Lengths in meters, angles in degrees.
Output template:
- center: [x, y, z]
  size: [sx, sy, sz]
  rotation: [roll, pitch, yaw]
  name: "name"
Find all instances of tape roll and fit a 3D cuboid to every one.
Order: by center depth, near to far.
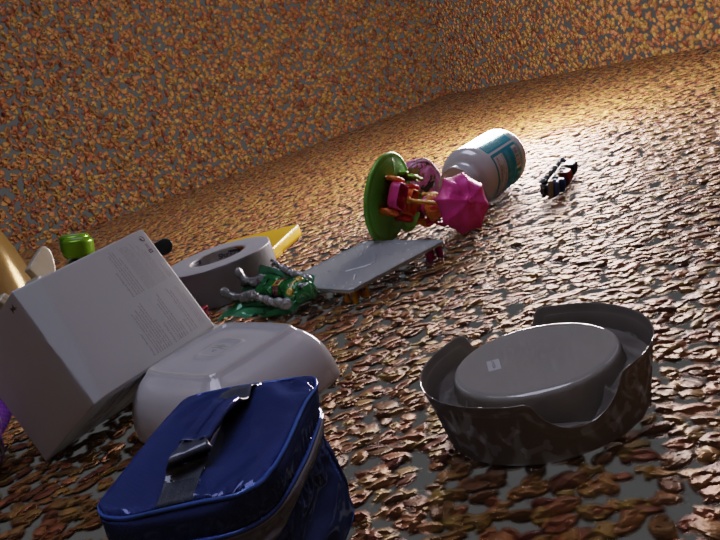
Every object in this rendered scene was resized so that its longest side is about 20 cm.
- center: [-0.242, 0.005, 1.519]
  size: [0.196, 0.068, 0.201]
  rotation: [-17, 14, 4]
  name: "tape roll"

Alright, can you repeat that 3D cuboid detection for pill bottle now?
- center: [0.218, -0.182, 1.582]
  size: [0.109, 0.113, 0.199]
  rotation: [-6, 17, 37]
  name: "pill bottle"

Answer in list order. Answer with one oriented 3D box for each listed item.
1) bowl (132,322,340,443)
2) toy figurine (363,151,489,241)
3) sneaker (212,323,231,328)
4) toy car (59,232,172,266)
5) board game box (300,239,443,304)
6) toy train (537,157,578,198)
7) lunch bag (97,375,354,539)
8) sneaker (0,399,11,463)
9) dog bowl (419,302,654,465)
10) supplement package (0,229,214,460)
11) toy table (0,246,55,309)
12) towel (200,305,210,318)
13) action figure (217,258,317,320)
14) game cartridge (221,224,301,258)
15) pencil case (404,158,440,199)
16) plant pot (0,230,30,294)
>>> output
- center: [-0.144, 0.118, 0.957]
  size: [0.197, 0.076, 0.198]
  rotation: [-1, 22, 44]
  name: "bowl"
- center: [0.130, -0.105, 1.434]
  size: [0.181, 0.154, 0.199]
  rotation: [10, -4, 31]
  name: "toy figurine"
- center: [-0.258, 0.089, 1.182]
  size: [0.195, 0.087, 0.073]
  rotation: [-13, 12, 9]
  name: "sneaker"
- center: [-0.427, 0.013, 1.556]
  size: [0.195, 0.169, 0.157]
  rotation: [-8, 10, -21]
  name: "toy car"
- center: [0.000, 0.000, 1.330]
  size: [0.198, 0.026, 0.198]
  rotation: [-27, 16, -35]
  name: "board game box"
- center: [0.350, -0.163, 1.523]
  size: [0.045, 0.035, 0.200]
  rotation: [4, 21, 24]
  name: "toy train"
- center: [-0.092, 0.160, 0.606]
  size: [0.133, 0.135, 0.200]
  rotation: [-14, 14, 12]
  name: "lunch bag"
- center: [-0.445, 0.203, 1.004]
  size: [0.086, 0.082, 0.201]
  rotation: [-7, 20, 9]
  name: "sneaker"
- center: [0.150, 0.093, 0.727]
  size: [0.195, 0.060, 0.200]
  rotation: [-16, 13, 4]
  name: "dog bowl"
- center: [-0.312, 0.084, 1.023]
  size: [0.150, 0.153, 0.199]
  rotation: [-42, -4, 38]
  name: "supplement package"
- center: [-0.505, 0.067, 1.380]
  size: [0.198, 0.117, 0.187]
  rotation: [-26, 36, 33]
  name: "toy table"
- center: [-0.345, 0.103, 1.361]
  size: [0.143, 0.023, 0.198]
  rotation: [-3, 20, 47]
  name: "towel"
- center: [-0.130, 0.027, 1.290]
  size: [0.197, 0.055, 0.119]
  rotation: [0, 49, 46]
  name: "action figure"
- center: [-0.226, -0.033, 1.727]
  size: [0.172, 0.033, 0.200]
  rotation: [-12, 17, 20]
  name: "game cartridge"
- center: [0.105, -0.166, 1.657]
  size: [0.082, 0.087, 0.200]
  rotation: [-36, 4, -1]
  name: "pencil case"
- center: [-0.854, 0.000, 1.995]
  size: [0.182, 0.204, 0.187]
  rotation: [-16, 15, 4]
  name: "plant pot"
